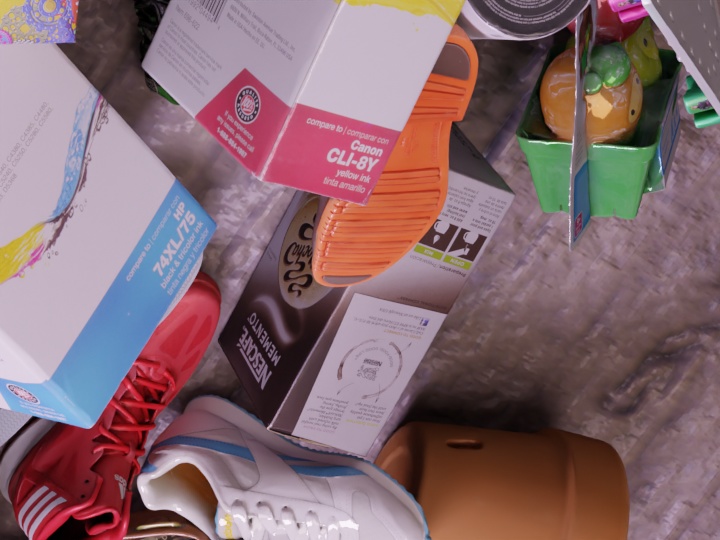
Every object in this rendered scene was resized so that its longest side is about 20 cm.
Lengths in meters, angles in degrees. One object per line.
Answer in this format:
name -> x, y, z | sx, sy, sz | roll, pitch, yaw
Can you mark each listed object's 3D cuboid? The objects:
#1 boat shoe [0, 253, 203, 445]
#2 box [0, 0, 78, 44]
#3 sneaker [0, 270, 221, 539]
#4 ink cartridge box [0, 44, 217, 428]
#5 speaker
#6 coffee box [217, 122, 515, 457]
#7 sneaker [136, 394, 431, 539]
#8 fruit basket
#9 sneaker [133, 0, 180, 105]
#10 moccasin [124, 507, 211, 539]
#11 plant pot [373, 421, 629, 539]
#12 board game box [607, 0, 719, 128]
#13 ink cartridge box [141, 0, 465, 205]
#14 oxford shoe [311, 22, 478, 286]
boat shoe -> -0.190, 0.027, 1.405 | 0.199, 0.067, 0.074 | -38, 136, -13
box -> -0.216, -0.242, 1.150 | 0.121, 0.193, 0.202 | -3, 121, -23
sneaker -> -0.142, 0.101, 1.441 | 0.078, 0.116, 0.201 | 28, 105, -34
ink cartridge box -> -0.214, -0.036, 1.276 | 0.200, 0.146, 0.147 | 49, 62, -38
speaker -> 0.073, -0.172, 1.316 | 0.080, 0.200, 0.082 | -1, 96, -10
coffee box -> 0.000, 0.000, 1.447 | 0.079, 0.113, 0.201 | 18, 110, -31
sneaker -> -0.048, 0.154, 1.465 | 0.081, 0.199, 0.077 | -47, 149, -43
fruit basket -> 0.155, -0.140, 1.403 | 0.093, 0.186, 0.201 | 11, 123, 10
sneaker -> -0.103, -0.142, 1.335 | 0.085, 0.078, 0.200 | -42, 128, 5
moccasin -> -0.189, 0.213, 1.496 | 0.200, 0.078, 0.074 | -17, 97, -2
plant pot -> 0.075, 0.189, 1.562 | 0.139, 0.200, 0.201 | 21, 110, -14
board game box -> 0.167, -0.203, 1.323 | 0.026, 0.202, 0.200 | -14, 158, 19
ink cartridge box -> -0.017, -0.160, 1.228 | 0.083, 0.145, 0.201 | 12, 112, -39
oxford shoe -> 0.012, -0.076, 1.322 | 0.071, 0.073, 0.201 | 0, 133, -28
